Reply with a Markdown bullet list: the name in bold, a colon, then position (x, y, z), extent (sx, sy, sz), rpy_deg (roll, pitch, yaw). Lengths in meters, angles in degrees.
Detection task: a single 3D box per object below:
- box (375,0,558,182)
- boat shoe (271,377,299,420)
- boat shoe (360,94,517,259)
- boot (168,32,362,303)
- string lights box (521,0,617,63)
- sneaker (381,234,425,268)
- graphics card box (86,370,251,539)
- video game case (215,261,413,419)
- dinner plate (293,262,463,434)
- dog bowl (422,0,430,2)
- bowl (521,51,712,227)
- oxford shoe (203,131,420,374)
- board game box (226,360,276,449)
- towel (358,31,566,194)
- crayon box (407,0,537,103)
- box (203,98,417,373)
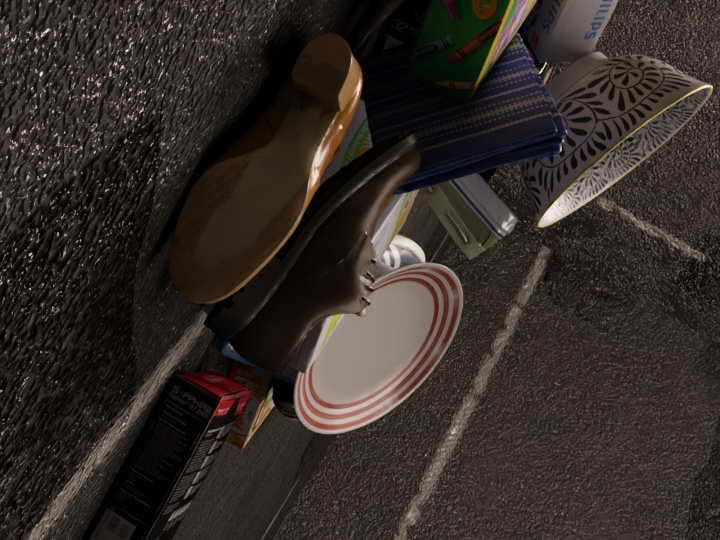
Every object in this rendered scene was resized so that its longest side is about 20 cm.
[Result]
- **box**: position (0.107, -0.201, 1.054), extent (0.200, 0.147, 0.125), rpy_deg (-52, 168, -46)
- **boat shoe**: position (-0.005, 0.081, 1.096), extent (0.200, 0.072, 0.061), rpy_deg (-38, 167, -8)
- **boat shoe**: position (0.057, -0.094, 0.963), extent (0.062, 0.200, 0.072), rpy_deg (-44, -173, 6)
- **boot**: position (-0.056, -0.062, 0.739), extent (0.203, 0.070, 0.144), rpy_deg (-59, 177, -4)
- **string lights box**: position (0.172, -0.303, 0.998), extent (0.103, 0.058, 0.202), rpy_deg (110, -32, -51)
- **sneaker**: position (0.000, 0.000, 1.101), extent (0.199, 0.074, 0.086), rpy_deg (20, 73, -53)
- **graphics card box**: position (-0.174, 0.186, 0.941), extent (0.202, 0.050, 0.125), rpy_deg (-62, 174, 0)
- **video game case**: position (-0.025, 0.049, 1.025), extent (0.144, 0.199, 0.018), rpy_deg (-61, -145, 2)
- **dinner plate**: position (0.015, 0.071, 1.005), extent (0.199, 0.024, 0.202), rpy_deg (-26, 139, -25)
- **dog bowl**: position (0.081, -0.302, 0.840), extent (0.202, 0.058, 0.200), rpy_deg (-61, 174, -11)
- **bowl**: position (0.217, -0.139, 0.992), extent (0.200, 0.095, 0.201), rpy_deg (-35, 169, -7)
- **oxford shoe**: position (-0.016, -0.012, 0.756), extent (0.201, 0.084, 0.073), rpy_deg (-50, -170, -10)
- **board game box**: position (-0.087, 0.075, 1.154), extent (0.152, 0.046, 0.201), rpy_deg (-53, 169, -54)
- **towel**: position (0.075, -0.136, 0.858), extent (0.201, 0.143, 0.024), rpy_deg (-99, 172, -51)
- **crayon box**: position (0.114, -0.239, 0.838), extent (0.201, 0.058, 0.119), rpy_deg (-56, 171, -39)
- **box**: position (-0.031, -0.038, 0.882), extent (0.201, 0.101, 0.113), rpy_deg (-56, 172, -39)
